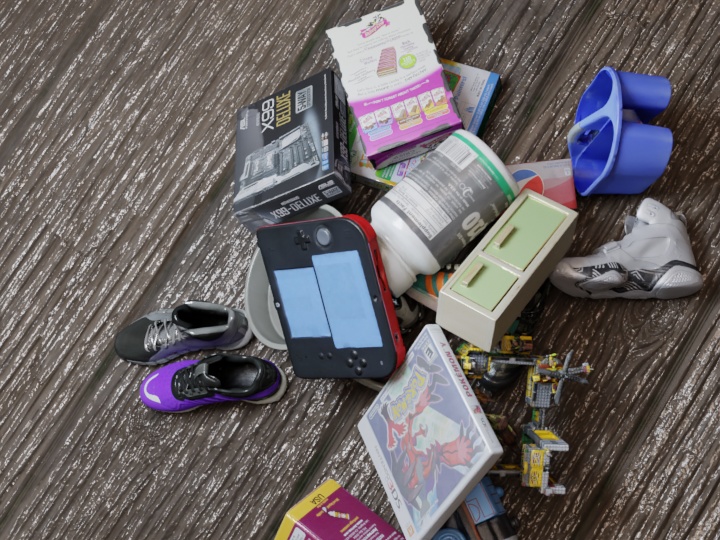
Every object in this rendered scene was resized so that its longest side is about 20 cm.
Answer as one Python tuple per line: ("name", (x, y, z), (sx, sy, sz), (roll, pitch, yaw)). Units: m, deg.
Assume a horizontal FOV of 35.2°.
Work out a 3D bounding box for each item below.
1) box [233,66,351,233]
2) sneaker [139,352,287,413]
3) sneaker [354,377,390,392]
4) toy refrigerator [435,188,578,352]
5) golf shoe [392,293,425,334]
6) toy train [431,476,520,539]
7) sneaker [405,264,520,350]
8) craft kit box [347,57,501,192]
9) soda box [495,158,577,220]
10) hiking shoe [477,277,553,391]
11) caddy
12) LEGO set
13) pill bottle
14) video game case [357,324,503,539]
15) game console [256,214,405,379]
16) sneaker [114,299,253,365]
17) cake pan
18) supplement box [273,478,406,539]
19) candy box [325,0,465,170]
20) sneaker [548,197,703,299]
("box", (-0.093, -0.163, 1.532), (0.158, 0.050, 0.200), (-20, 49, 22))
("sneaker", (-0.205, 0.141, 1.497), (0.200, 0.100, 0.070), (-7, 71, 9))
("sneaker", (-0.010, 0.108, 1.470), (0.200, 0.092, 0.076), (18, 81, 19))
("toy refrigerator", (0.175, -0.005, 1.336), (0.076, 0.070, 0.200), (29, 56, 21))
("golf shoe", (0.000, 0.000, 1.498), (0.200, 0.094, 0.078), (36, 86, 20))
("toy train", (0.118, 0.280, 1.402), (0.114, 0.087, 0.200), (-25, 71, -2))
("sneaker", (0.122, 0.018, 1.421), (0.200, 0.071, 0.080), (34, 106, 32))
("craft kit box", (0.069, -0.202, 1.566), (0.197, 0.049, 0.200), (20, 80, 14))
("soda box", (0.175, -0.100, 1.476), (0.200, 0.063, 0.070), (-7, 88, -4))
("hiking shoe", (0.191, 0.054, 1.438), (0.076, 0.101, 0.200), (18, 79, 17))
("caddy", (0.316, -0.172, 1.431), (0.105, 0.200, 0.142), (2, 76, -5))
("LEGO set", (0.174, 0.176, 1.310), (0.154, 0.116, 0.200), (11, 94, -8))
("pill bottle", (0.086, -0.068, 1.383), (0.200, 0.113, 0.113), (-42, 71, -3))
("video game case", (0.074, 0.195, 1.320), (0.200, 0.023, 0.182), (-59, 43, 37))
("game console", (-0.038, 0.035, 1.362), (0.177, 0.031, 0.200), (-6, 103, 36))
("sneaker", (-0.251, 0.073, 1.518), (0.200, 0.115, 0.075), (-11, 73, 9))
("cake pan", (-0.072, 0.011, 1.486), (0.200, 0.037, 0.200), (-19, 61, 38))
("supplement box", (-0.008, 0.371, 1.364), (0.200, 0.103, 0.131), (36, 123, 18))
("candy box", (0.048, -0.252, 1.531), (0.136, 0.061, 0.200), (-19, 72, 7))
("sneaker", (0.330, -0.027, 1.431), (0.200, 0.075, 0.115), (2, 70, -9))
